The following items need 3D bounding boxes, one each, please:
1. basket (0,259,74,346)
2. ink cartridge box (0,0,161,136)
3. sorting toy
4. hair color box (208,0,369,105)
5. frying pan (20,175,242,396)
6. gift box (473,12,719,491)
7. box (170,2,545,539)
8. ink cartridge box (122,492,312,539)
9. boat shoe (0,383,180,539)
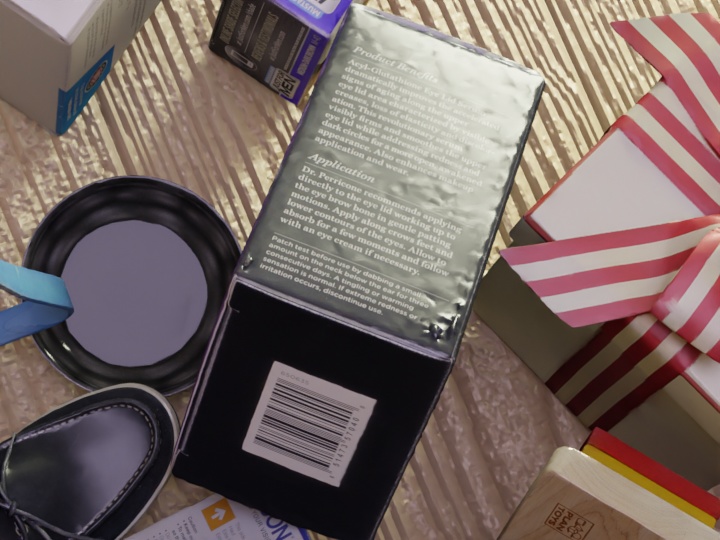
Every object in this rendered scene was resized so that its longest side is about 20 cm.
[{"bbox_3d":[-0.242,0.039,1.036,0.200,0.176,0.139,-25,78,6],"label":"basket"},{"bbox_3d":[-0.149,-0.203,1.127,0.144,0.147,0.200,34,72,1],"label":"ink cartridge box"},{"bbox_3d":[0.150,0.173,1.058,0.198,0.200,0.070,30,48,4],"label":"sorting toy"},{"bbox_3d":[0.003,-0.194,1.169,0.065,0.109,0.200,34,73,-1],"label":"hair color box"},{"bbox_3d":[-0.081,0.027,1.136,0.190,0.031,0.115,28,75,-4],"label":"frying pan"},{"bbox_3d":[0.159,-0.009,1.105,0.200,0.187,0.185,40,72,2],"label":"gift box"},{"bbox_3d":[0.000,0.000,1.062,0.104,0.148,0.200,21,45,-1],"label":"box"},{"bbox_3d":[-0.087,0.211,1.022,0.200,0.043,0.197,-26,51,-5],"label":"ink cartridge box"},{"bbox_3d":[-0.172,0.120,1.074,0.200,0.062,0.075,-30,81,-10],"label":"boat shoe"}]
